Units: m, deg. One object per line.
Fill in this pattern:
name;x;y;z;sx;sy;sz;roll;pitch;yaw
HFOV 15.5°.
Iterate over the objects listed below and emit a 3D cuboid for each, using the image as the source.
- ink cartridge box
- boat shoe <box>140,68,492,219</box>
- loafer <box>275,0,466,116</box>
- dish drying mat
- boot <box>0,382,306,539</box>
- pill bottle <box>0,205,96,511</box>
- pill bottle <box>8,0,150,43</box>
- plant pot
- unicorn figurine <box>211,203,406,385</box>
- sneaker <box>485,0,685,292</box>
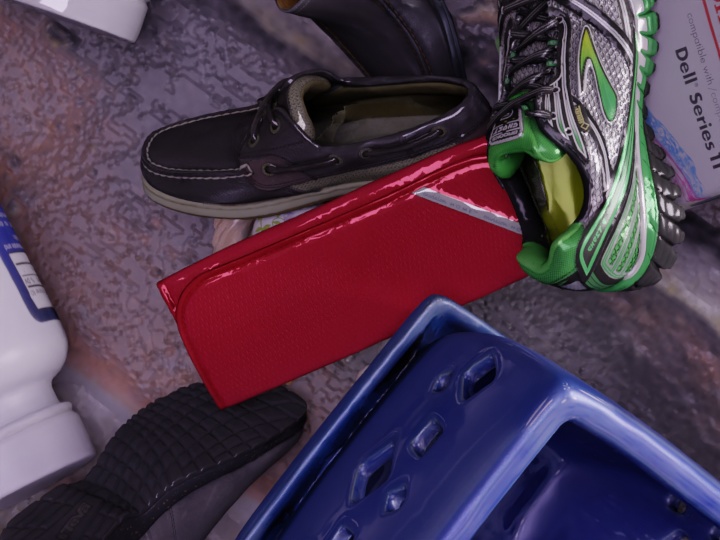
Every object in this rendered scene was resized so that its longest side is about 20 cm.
ink cartridge box;0.171;-0.096;1.309;0.200;0.067;0.117;-21;85;44
boat shoe;-0.023;-0.072;1.360;0.200;0.066;0.072;-1;45;18
loafer;-0.019;-0.152;1.362;0.200;0.073;0.072;54;54;-14
dish drying mat;0.000;0.000;1.330;0.200;0.018;0.077;-24;102;13
boot;-0.106;0.150;1.387;0.200;0.132;0.070;-31;42;-31
pill bottle;-0.223;0.029;1.385;0.120;0.120;0.200;-28;85;6
pill bottle;-0.125;-0.227;1.381;0.112;0.112;0.200;20;91;7
plant pot;0.066;0.139;1.292;0.200;0.180;0.200;35;95;-32
unicorn figurine;0.008;0.007;1.378;0.200;0.074;0.138;16;95;5
sneaker;0.098;-0.087;1.273;0.078;0.085;0.201;-18;81;45
